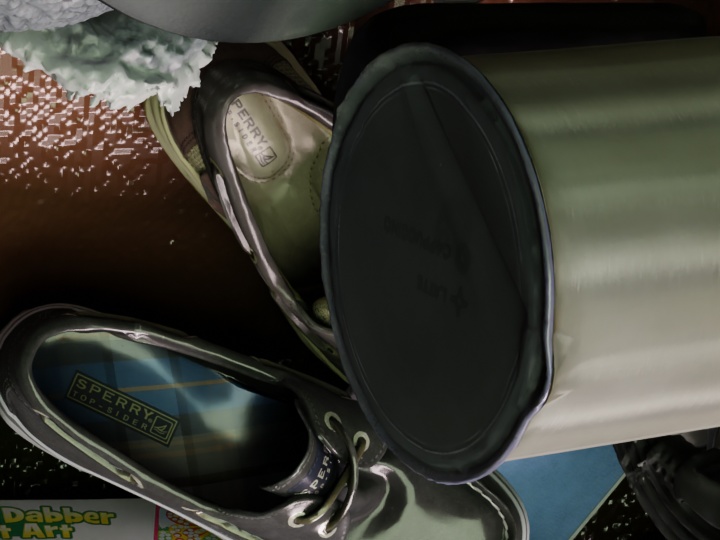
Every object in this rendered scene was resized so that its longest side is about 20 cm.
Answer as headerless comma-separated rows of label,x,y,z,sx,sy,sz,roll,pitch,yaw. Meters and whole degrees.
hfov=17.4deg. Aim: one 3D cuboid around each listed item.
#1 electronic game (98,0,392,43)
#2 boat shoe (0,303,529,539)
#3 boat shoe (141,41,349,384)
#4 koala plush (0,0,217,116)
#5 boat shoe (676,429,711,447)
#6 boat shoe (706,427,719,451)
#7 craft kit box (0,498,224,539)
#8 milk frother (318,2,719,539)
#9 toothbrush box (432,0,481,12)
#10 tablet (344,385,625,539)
electronic game,-0.020,-0.158,0.616,0.200,0.042,0.201,-14,116,-31
boat shoe,-0.030,0.062,0.799,0.200,0.066,0.070,27,81,-9
boat shoe,0.000,0.000,0.806,0.073,0.065,0.200,-42,117,6
koala plush,-0.125,-0.104,0.658,0.199,0.184,0.178,-14,122,-29
boat shoe,0.160,-0.027,0.866,0.071,0.070,0.201,8,109,-40
boat shoe,0.159,0.020,0.814,0.074,0.065,0.203,7,109,-8
craft kit box,-0.131,0.177,0.863,0.197,0.049,0.201,0,118,-22
milk frother,0.081,0.022,0.693,0.188,0.180,0.201,-6,107,-28
toothbrush box,0.048,-0.203,0.713,0.145,0.086,0.200,-27,123,-7
tablet,0.042,0.070,0.901,0.130,0.014,0.200,32,102,-32
